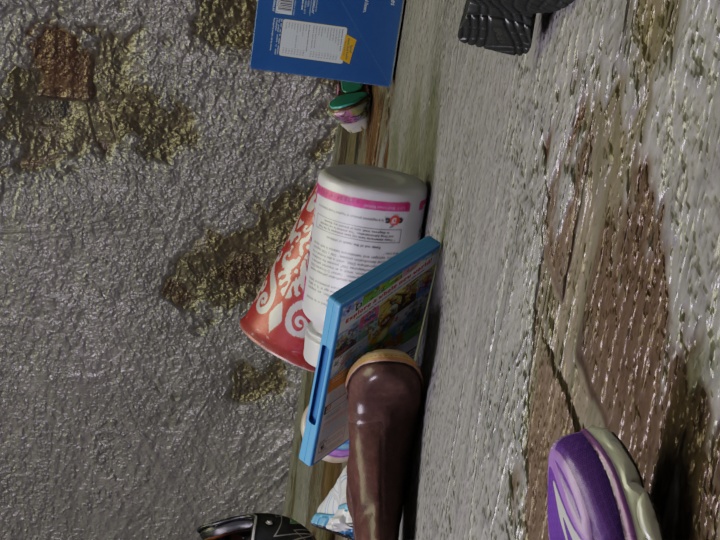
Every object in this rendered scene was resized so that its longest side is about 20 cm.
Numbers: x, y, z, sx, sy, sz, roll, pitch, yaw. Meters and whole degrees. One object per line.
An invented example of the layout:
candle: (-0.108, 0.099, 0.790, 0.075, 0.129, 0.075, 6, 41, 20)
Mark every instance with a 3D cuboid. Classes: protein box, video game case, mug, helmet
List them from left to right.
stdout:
helmet: (-0.140, 0.438, 2.358, 0.200, 0.190, 0.201, 26, -120, -57)
protein box: (-0.043, -0.376, 2.298, 0.135, 0.199, 0.199, -96, 14, -72)
mug: (-0.031, -0.004, 1.865, 0.201, 0.133, 0.178, -65, -8, 12)
video game case: (0.008, 0.076, 1.531, 0.143, 0.018, 0.201, -31, -36, -41)

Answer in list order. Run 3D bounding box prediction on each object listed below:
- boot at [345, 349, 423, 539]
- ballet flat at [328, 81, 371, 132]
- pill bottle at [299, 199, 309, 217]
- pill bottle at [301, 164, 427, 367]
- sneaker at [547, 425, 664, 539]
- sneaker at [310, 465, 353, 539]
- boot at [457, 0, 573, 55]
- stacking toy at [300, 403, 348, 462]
boot: (0.023, 0.184, 1.484, 0.200, 0.072, 0.167, 96, 173, -53)
ballet flat: (-0.012, -0.268, 2.703, 0.200, 0.069, 0.071, -83, -16, -66)
pill bottle: (-0.028, 0.018, 2.038, 0.114, 0.113, 0.201, 110, 166, -72)
pill bottle: (0.000, 0.000, 1.696, 0.113, 0.113, 0.201, -99, 16, -75)
sneaker: (0.074, 0.161, 0.659, 0.081, 0.083, 0.201, 174, 104, -85)
sneaker: (0.003, 0.230, 1.679, 0.200, 0.075, 0.087, 138, 148, -73)
boot: (0.104, -0.225, 1.041, 0.200, 0.067, 0.131, 128, 154, -79)
stacking toy: (-0.010, 0.161, 1.910, 0.200, 0.085, 0.086, 126, 152, -67)
